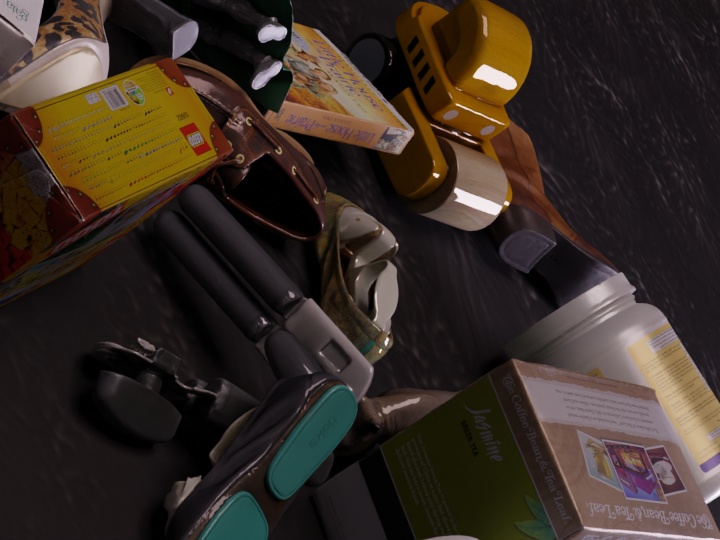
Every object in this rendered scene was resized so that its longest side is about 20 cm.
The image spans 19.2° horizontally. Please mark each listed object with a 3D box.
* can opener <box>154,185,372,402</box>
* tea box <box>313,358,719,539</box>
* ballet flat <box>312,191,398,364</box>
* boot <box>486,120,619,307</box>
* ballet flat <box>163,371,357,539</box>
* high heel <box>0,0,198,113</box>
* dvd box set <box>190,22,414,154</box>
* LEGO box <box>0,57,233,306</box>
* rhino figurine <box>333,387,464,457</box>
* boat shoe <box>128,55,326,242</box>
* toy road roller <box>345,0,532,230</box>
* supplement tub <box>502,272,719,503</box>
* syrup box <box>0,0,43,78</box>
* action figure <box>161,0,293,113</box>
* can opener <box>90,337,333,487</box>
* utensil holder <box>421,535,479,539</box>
[{"bbox_3d":[-0.068,0.022,1.477,0.200,0.053,0.066,49,5,17],"label":"can opener"},{"bbox_3d":[0.113,0.175,1.505,0.200,0.196,0.134,15,47,-52],"label":"tea box"},{"bbox_3d":[0.000,0.000,1.662,0.071,0.071,0.200,38,31,-29],"label":"ballet flat"},{"bbox_3d":[0.169,-0.056,2.027,0.188,0.068,0.200,25,32,-32],"label":"boot"},{"bbox_3d":[-0.079,0.141,1.359,0.073,0.073,0.200,47,61,-15],"label":"ballet flat"},{"bbox_3d":[-0.232,-0.172,1.523,0.142,0.072,0.200,33,39,26],"label":"high heel"},{"bbox_3d":[-0.058,-0.161,1.744,0.146,0.029,0.200,49,22,28],"label":"dvd box set"},{"bbox_3d":[-0.192,-0.046,1.315,0.077,0.149,0.200,55,28,1],"label":"LEGO box"},{"bbox_3d":[0.029,0.118,1.552,0.200,0.087,0.060,10,49,-48],"label":"rhino figurine"},{"bbox_3d":[-0.095,-0.089,1.602,0.200,0.070,0.071,32,31,-38],"label":"boat shoe"},{"bbox_3d":[0.088,-0.151,1.881,0.123,0.146,0.201,16,46,-50],"label":"toy road roller"},{"bbox_3d":[0.224,0.118,1.802,0.200,0.145,0.145,59,27,7],"label":"supplement tub"},{"bbox_3d":[-0.265,-0.212,1.457,0.079,0.081,0.200,37,33,-28],"label":"syrup box"},{"bbox_3d":[-0.135,-0.211,1.629,0.200,0.119,0.055,34,41,31],"label":"action figure"},{"bbox_3d":[-0.104,0.101,1.416,0.200,0.053,0.067,31,70,-36],"label":"can opener"},{"bbox_3d":[0.045,0.289,1.309,0.170,0.170,0.201,12,46,-53],"label":"utensil holder"}]
